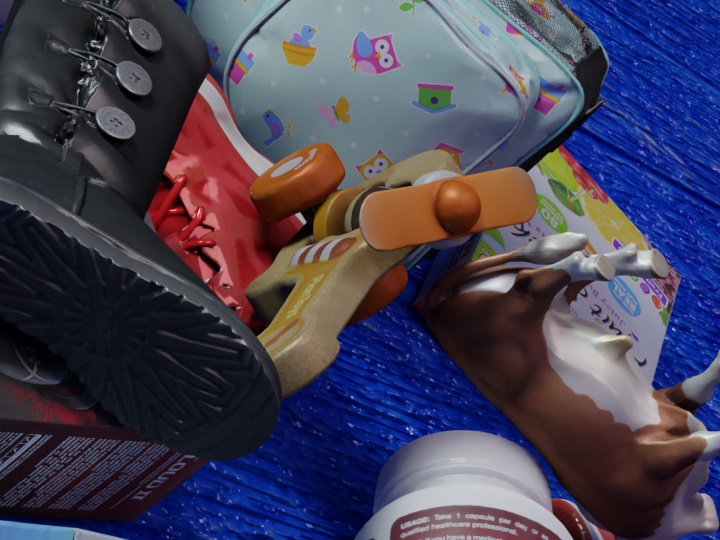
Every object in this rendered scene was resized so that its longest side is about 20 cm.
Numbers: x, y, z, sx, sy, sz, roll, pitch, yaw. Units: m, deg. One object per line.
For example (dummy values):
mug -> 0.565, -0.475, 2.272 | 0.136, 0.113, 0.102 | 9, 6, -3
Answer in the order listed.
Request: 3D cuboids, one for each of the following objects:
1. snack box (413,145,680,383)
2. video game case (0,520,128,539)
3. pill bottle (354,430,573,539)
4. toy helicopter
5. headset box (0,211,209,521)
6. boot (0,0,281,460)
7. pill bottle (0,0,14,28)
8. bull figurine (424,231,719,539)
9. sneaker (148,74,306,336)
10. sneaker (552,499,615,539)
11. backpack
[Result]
snack box -> 0.114, 0.012, 1.416 | 0.142, 0.053, 0.200 | 46, 30, -10
video game case -> -0.099, 0.119, 0.847 | 0.181, 0.199, 0.046 | 20, 76, -45
pill bottle -> 0.047, 0.171, 1.080 | 0.113, 0.113, 0.200 | 37, 33, -26
toy helicopter -> 0.000, 0.000, 1.076 | 0.079, 0.132, 0.200 | 59, 29, -16
headset box -> -0.150, 0.021, 0.997 | 0.200, 0.077, 0.149 | 10, 50, -50
boot -> -0.092, -0.034, 1.006 | 0.165, 0.066, 0.200 | 41, 26, -22
pill bottle -> -0.145, -0.201, 1.195 | 0.114, 0.114, 0.201 | 30, 32, -35
bull figurine -> 0.120, 0.063, 1.139 | 0.200, 0.121, 0.065 | 42, 36, -20
sneaker -> -0.088, -0.028, 1.142 | 0.200, 0.078, 0.116 | 36, 32, -26
sneaker -> 0.156, 0.208, 1.211 | 0.115, 0.078, 0.201 | 14, 47, -37
backpack -> 0.006, -0.115, 1.273 | 0.200, 0.176, 0.153 | 50, 25, 4
